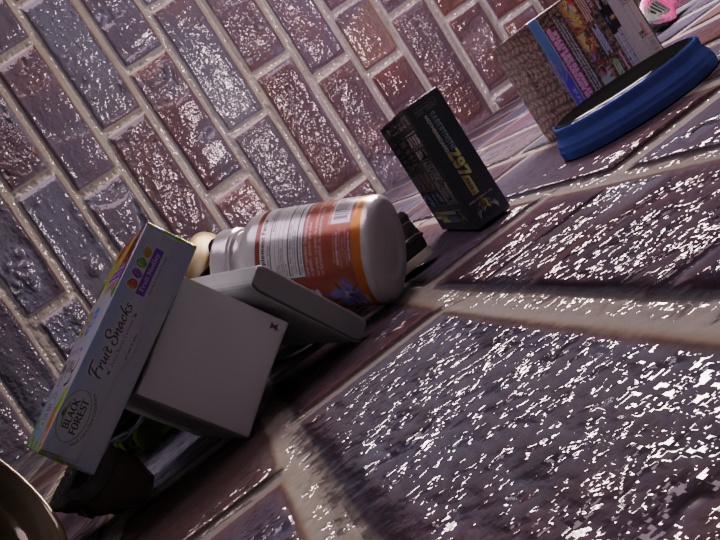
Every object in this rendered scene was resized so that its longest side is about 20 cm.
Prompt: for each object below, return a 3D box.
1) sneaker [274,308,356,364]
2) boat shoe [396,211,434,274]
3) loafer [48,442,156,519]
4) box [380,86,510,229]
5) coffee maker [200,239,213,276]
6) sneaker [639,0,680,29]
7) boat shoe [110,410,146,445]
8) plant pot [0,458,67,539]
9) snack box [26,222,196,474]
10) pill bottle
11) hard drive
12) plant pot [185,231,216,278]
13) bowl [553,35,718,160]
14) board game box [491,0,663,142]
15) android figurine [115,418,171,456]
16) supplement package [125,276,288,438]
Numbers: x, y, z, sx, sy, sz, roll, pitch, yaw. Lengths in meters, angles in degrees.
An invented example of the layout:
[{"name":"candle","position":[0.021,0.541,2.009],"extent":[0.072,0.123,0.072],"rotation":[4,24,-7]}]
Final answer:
[{"name":"sneaker","position":[-0.087,0.061,0.997],"extent":[0.197,0.082,0.074],"rotation":[-25,-22,17]},{"name":"boat shoe","position":[0.000,0.000,1.011],"extent":[0.199,0.068,0.072],"rotation":[-35,5,38]},{"name":"loafer","position":[-0.244,0.207,0.797],"extent":[0.199,0.070,0.074],"rotation":[-23,41,63]},{"name":"box","position":[0.096,-0.127,1.016],"extent":[0.051,0.159,0.200],"rotation":[-33,5,-3]},{"name":"coffee maker","position":[-0.092,-0.003,1.136],"extent":[0.188,0.138,0.200],"rotation":[-16,4,18]},{"name":"sneaker","position":[0.608,-0.524,1.759],"extent":[0.200,0.079,0.096],"rotation":[-41,-13,-50]},{"name":"boat shoe","position":[-0.256,0.142,1.027],"extent":[0.200,0.071,0.091],"rotation":[-43,13,-10]},{"name":"plant pot","position":[-0.376,0.249,0.696],"extent":[0.174,0.199,0.200],"rotation":[-51,8,-6]},{"name":"snack box","position":[-0.219,0.069,0.735],"extent":[0.142,0.052,0.203],"rotation":[-21,45,64]},{"name":"pill bottle","position":[-0.057,-0.013,0.902],"extent":[0.196,0.115,0.112],"rotation":[-7,17,23]},{"name":"hard drive","position":[-0.102,0.040,0.848],"extent":[0.198,0.131,0.027],"rotation":[-8,59,54]},{"name":"plant pot","position":[-0.192,0.045,1.175],"extent":[0.027,0.204,0.200],"rotation":[-9,14,17]},{"name":"bowl","position":[0.310,-0.200,0.971],"extent":[0.199,0.040,0.201],"rotation":[-35,6,4]},{"name":"board game box","position":[0.322,-0.317,1.233],"extent":[0.199,0.161,0.097],"rotation":[-36,6,-23]},{"name":"android figurine","position":[-0.271,0.195,1.112],"extent":[0.181,0.041,0.199],"rotation":[-39,10,-25]},{"name":"supplement package","position":[-0.164,0.090,0.818],"extent":[0.199,0.108,0.116],"rotation":[-23,45,64]}]
